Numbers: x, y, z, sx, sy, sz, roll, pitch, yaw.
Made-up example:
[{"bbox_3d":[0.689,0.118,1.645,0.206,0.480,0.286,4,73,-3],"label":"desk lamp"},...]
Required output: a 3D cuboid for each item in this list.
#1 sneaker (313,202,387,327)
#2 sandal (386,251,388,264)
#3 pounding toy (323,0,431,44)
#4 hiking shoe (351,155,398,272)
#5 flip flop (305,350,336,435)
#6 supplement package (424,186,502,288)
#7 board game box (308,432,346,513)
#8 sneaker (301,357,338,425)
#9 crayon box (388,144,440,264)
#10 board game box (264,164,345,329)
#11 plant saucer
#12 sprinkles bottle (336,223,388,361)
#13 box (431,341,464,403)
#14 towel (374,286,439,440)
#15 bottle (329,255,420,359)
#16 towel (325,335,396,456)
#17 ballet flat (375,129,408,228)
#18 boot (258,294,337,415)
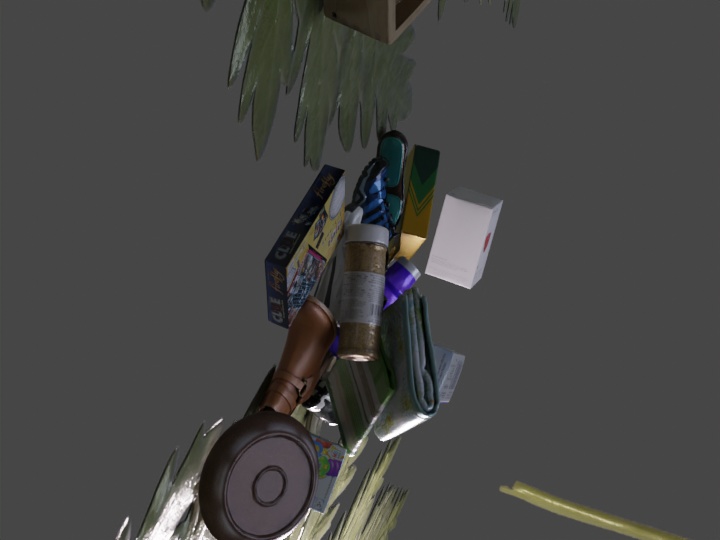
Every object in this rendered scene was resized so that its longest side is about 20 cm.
[{"bbox_3d":[0.000,0.000,1.715,0.076,0.114,0.202,-28,134,-70],"label":"sneaker"},{"bbox_3d":[-0.006,0.040,1.868,0.055,0.081,0.202,171,-65,-77],"label":"sandal"},{"bbox_3d":[0.031,-0.408,1.331,0.200,0.141,0.185,-51,157,-28],"label":"pounding toy"},{"bbox_3d":[0.028,-0.087,1.771,0.074,0.086,0.202,-38,144,-65],"label":"hiking shoe"},{"bbox_3d":[-0.047,0.212,1.923,0.081,0.057,0.202,0,108,-75],"label":"flip flop"},{"bbox_3d":[0.245,-0.080,2.544,0.121,0.119,0.202,-33,140,-66],"label":"supplement package"},{"bbox_3d":[-0.089,0.307,1.694,0.200,0.102,0.106,116,-5,-82],"label":"board game box"},{"bbox_3d":[-0.010,0.188,1.868,0.200,0.066,0.091,-45,120,-14],"label":"sneaker"},{"bbox_3d":[0.087,-0.102,1.895,0.127,0.050,0.202,127,-24,-68],"label":"crayon box"},{"bbox_3d":[-0.077,-0.035,1.543,0.136,0.034,0.201,92,21,-49],"label":"board game box"},{"bbox_3d":[-0.134,0.300,1.520,0.199,0.032,0.203,-5,99,-36],"label":"plant saucer"},{"bbox_3d":[0.003,0.033,1.629,0.068,0.067,0.202,48,45,-74],"label":"sprinkles bottle"},{"bbox_3d":[0.086,0.175,2.093,0.184,0.198,0.106,28,83,-76],"label":"box"},{"bbox_3d":[0.063,0.145,1.656,0.171,0.048,0.202,134,-44,-61],"label":"towel"},{"bbox_3d":[0.018,0.063,1.811,0.200,0.084,0.065,-47,-164,-7],"label":"bottle"},{"bbox_3d":[0.004,0.183,1.707,0.201,0.030,0.150,120,-38,-45],"label":"towel"},{"bbox_3d":[0.048,-0.140,1.831,0.068,0.067,0.202,-61,166,-70],"label":"ballet flat"},{"bbox_3d":[-0.100,0.142,1.613,0.155,0.073,0.201,-54,154,-35],"label":"boot"}]
